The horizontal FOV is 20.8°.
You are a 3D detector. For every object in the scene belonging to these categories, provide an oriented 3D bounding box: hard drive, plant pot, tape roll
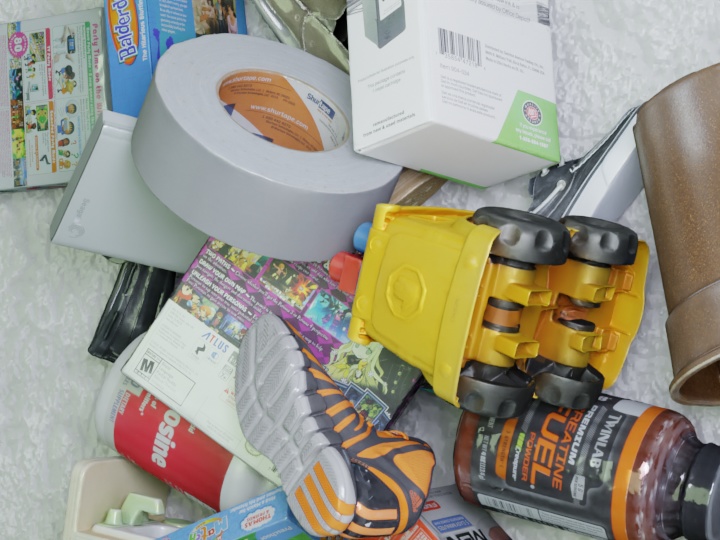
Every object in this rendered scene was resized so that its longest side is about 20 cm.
[{"bbox_3d":[-0.130,-0.051,1.550,0.026,0.199,0.132,-99,31,-44],"label":"hard drive"},{"bbox_3d":[0.284,-0.032,1.344,0.199,0.200,0.199,-22,70,26],"label":"plant pot"},{"bbox_3d":[-0.068,-0.094,1.464,0.200,0.200,0.066,41,127,23],"label":"tape roll"}]

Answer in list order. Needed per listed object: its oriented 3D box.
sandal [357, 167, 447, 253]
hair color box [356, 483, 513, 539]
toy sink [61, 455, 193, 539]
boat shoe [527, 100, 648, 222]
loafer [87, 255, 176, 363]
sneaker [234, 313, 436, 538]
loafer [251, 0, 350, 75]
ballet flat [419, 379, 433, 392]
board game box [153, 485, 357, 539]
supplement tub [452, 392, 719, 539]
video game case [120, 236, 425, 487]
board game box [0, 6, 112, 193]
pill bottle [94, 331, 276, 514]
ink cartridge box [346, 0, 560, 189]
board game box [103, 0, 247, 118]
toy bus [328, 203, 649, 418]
[{"bbox_3d":[-0.002,0.000,1.557,0.211,0.078,0.070,-40,75,15],"label":"sandal"},{"bbox_3d":[0.099,0.253,1.471,0.200,0.111,0.064,47,109,21],"label":"hair color box"},{"bbox_3d":[-0.167,0.261,1.606,0.111,0.130,0.201,8,91,28],"label":"toy sink"},{"bbox_3d":[0.158,-0.055,1.476,0.068,0.072,0.200,42,115,21],"label":"boat shoe"},{"bbox_3d":[-0.185,-0.017,1.651,0.070,0.068,0.202,10,97,-11],"label":"loafer"},{"bbox_3d":[-0.017,0.119,1.435,0.078,0.112,0.201,-50,47,30],"label":"sneaker"},{"bbox_3d":[-0.033,-0.204,1.586,0.069,0.075,0.201,-30,84,19],"label":"loafer"},{"bbox_3d":[0.001,0.056,1.535,0.199,0.072,0.073,1,89,13],"label":"ballet flat"},{"bbox_3d":[-0.056,0.249,1.516,0.151,0.200,0.037,-25,43,26],"label":"board game box"},{"bbox_3d":[0.175,0.143,1.436,0.199,0.107,0.108,11,94,28],"label":"supplement tub"},{"bbox_3d":[-0.054,0.060,1.496,0.200,0.036,0.182,34,95,10],"label":"video game case"},{"bbox_3d":[-0.287,-0.144,1.722,0.199,0.064,0.149,-4,88,30],"label":"board game box"},{"bbox_3d":[-0.108,0.137,1.585,0.199,0.112,0.113,28,101,23],"label":"pill bottle"},{"bbox_3d":[0.067,-0.178,1.457,0.084,0.145,0.201,-19,67,43],"label":"ink cartridge box"},{"bbox_3d":[-0.147,-0.193,1.597,0.045,0.152,0.201,-7,84,29],"label":"board game box"},{"bbox_3d":[0.081,0.012,1.400,0.191,0.199,0.137,21,104,41],"label":"toy bus"}]
